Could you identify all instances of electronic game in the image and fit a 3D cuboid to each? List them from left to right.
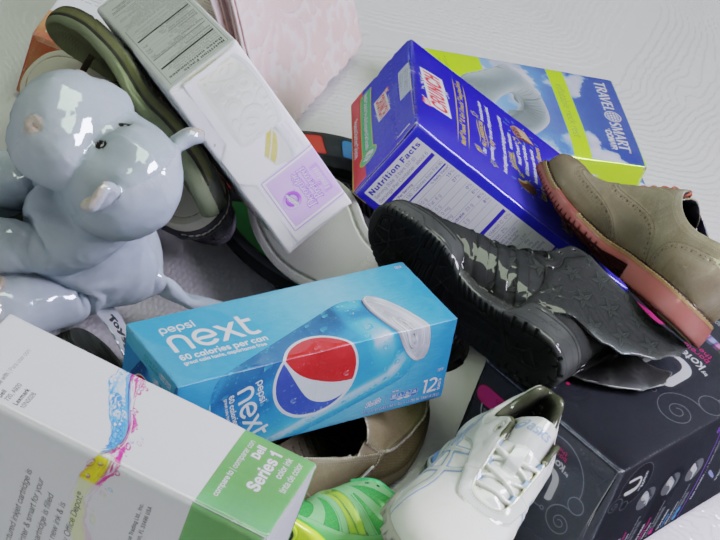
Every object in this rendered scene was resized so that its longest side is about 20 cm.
[{"bbox_3d":[-0.012,-0.035,1.806,0.200,0.042,0.200,14,36,-11],"label":"electronic game"}]

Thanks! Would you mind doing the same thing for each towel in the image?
[{"bbox_3d":[-0.062,-0.217,1.912,0.032,0.191,0.200,-1,27,24],"label":"towel"}]

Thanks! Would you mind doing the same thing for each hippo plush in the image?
[{"bbox_3d":[-0.182,-0.032,1.577,0.200,0.161,0.159,46,60,6],"label":"hippo plush"}]

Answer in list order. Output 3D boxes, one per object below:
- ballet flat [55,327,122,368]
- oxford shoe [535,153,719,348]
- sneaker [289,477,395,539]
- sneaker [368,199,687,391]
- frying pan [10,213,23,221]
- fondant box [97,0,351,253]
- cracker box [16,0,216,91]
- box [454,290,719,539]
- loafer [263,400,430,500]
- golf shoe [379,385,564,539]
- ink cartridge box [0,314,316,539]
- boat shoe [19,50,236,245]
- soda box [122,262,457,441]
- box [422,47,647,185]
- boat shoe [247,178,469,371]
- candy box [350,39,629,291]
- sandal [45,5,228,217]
[{"bbox_3d":[-0.143,0.120,1.538,0.066,0.057,0.200,14,34,-51],"label":"ballet flat"},{"bbox_3d":[0.189,-0.028,1.666,0.070,0.075,0.200,41,5,-46],"label":"oxford shoe"},{"bbox_3d":[-0.018,0.166,1.514,0.200,0.074,0.084,19,29,-25],"label":"sneaker"},{"bbox_3d":[0.105,0.014,1.611,0.200,0.060,0.104,40,41,20],"label":"sneaker"},{"bbox_3d":[-0.199,-0.045,1.729,0.115,0.031,0.190,32,32,11],"label":"frying pan"},{"bbox_3d":[-0.094,-0.112,1.693,0.144,0.058,0.200,54,-2,-29],"label":"fondant box"},{"bbox_3d":[-0.160,-0.176,1.903,0.134,0.058,0.200,23,36,1],"label":"cracker box"},{"bbox_3d":[0.169,0.100,1.665,0.122,0.106,0.200,39,39,24],"label":"box"},{"bbox_3d":[-0.011,0.104,1.598,0.076,0.068,0.200,32,36,15],"label":"loafer"},{"bbox_3d":[0.072,0.124,1.492,0.078,0.097,0.200,37,23,-3],"label":"golf shoe"},{"bbox_3d":[-0.145,0.136,1.416,0.200,0.145,0.084,26,34,7],"label":"ink cartridge box"},{"bbox_3d":[-0.160,-0.080,1.746,0.200,0.073,0.063,38,-7,30],"label":"boat shoe"},{"bbox_3d":[-0.043,0.055,1.538,0.200,0.064,0.068,-13,40,-30],"label":"soda box"},{"bbox_3d":[0.134,-0.110,1.981,0.200,0.048,0.122,8,37,-18],"label":"box"},{"bbox_3d":[0.000,0.000,1.700,0.074,0.060,0.200,-48,54,-8],"label":"boat shoe"},{"bbox_3d":[0.090,-0.053,1.779,0.200,0.077,0.169,38,20,-16],"label":"candy box"},{"bbox_3d":[-0.159,-0.104,1.673,0.057,0.080,0.201,-37,58,-3],"label":"sandal"}]
